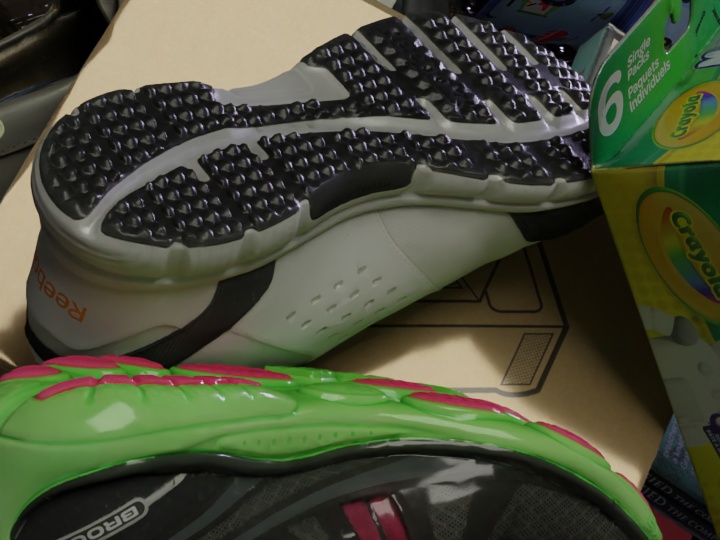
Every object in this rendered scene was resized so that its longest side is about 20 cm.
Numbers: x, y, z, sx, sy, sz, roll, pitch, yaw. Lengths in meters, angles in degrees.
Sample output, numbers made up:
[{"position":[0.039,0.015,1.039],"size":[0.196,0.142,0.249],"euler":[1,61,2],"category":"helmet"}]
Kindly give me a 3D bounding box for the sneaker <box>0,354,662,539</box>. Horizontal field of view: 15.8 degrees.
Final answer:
[{"position":[-0.012,0.069,0.661],"size":[0.200,0.084,0.077],"euler":[6,4,-32],"category":"sneaker"}]

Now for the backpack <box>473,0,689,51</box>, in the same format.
[{"position":[0.117,-0.152,0.919],"size":[0.134,0.183,0.200],"euler":[29,23,-5],"category":"backpack"}]

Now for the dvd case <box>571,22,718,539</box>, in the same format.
[{"position":[0.135,0.028,0.852],"size":[0.200,0.022,0.146],"euler":[34,55,-16],"category":"dvd case"}]

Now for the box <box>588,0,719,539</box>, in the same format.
[{"position":[0.130,0.001,0.758],"size":[0.117,0.048,0.200],"euler":[-49,125,-43],"category":"box"}]

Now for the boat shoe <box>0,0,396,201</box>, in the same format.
[{"position":[-0.075,-0.064,0.805],"size":[0.202,0.060,0.072],"euler":[-35,33,-15],"category":"boat shoe"}]

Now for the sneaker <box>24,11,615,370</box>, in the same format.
[{"position":[-0.010,-0.016,0.714],"size":[0.200,0.080,0.074],"euler":[-12,49,-35],"category":"sneaker"}]

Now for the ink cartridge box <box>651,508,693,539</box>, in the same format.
[{"position":[0.131,0.021,0.893],"size":[0.162,0.050,0.200],"euler":[6,46,-20],"category":"ink cartridge box"}]

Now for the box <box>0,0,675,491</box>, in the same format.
[{"position":[0.000,0.000,0.753],"size":[0.200,0.021,0.164],"euler":[28,64,-1],"category":"box"}]

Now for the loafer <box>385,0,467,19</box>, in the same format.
[{"position":[0.014,-0.074,0.893],"size":[0.072,0.073,0.200],"euler":[30,33,-21],"category":"loafer"}]
